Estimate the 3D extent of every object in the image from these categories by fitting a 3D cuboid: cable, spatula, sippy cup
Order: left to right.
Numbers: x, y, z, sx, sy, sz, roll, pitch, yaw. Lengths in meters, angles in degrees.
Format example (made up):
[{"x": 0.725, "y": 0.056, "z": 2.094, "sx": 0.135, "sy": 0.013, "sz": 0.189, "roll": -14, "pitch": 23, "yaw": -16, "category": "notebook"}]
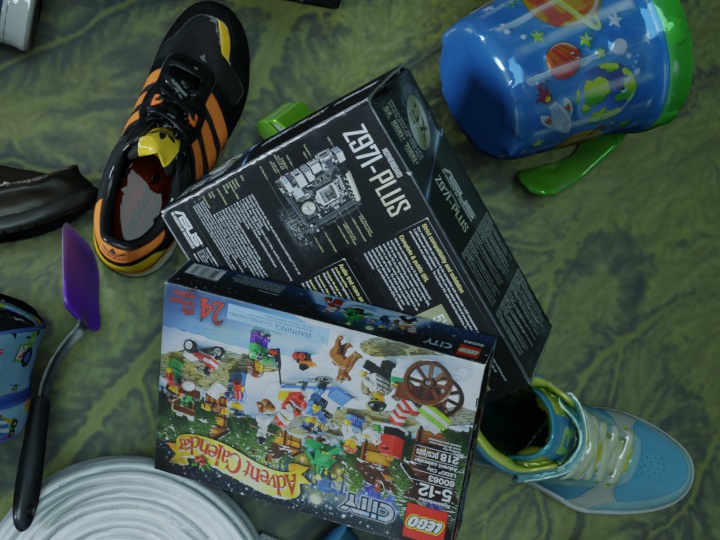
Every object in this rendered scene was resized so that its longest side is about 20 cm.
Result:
[{"x": -0.197, "y": 0.069, "z": 0.806, "sx": 0.020, "sy": 0.057, "sz": 0.201, "roll": 4, "pitch": 68, "yaw": 16, "category": "spatula"}, {"x": -0.155, "y": 0.223, "z": 0.815, "sx": 0.200, "sy": 0.069, "sz": 0.200, "roll": 38, "pitch": 82, "yaw": -4, "category": "cable"}, {"x": 0.129, "y": -0.138, "z": 0.834, "sx": 0.130, "sy": 0.140, "sz": 0.178, "roll": -24, "pitch": 99, "yaw": -19, "category": "sippy cup"}]

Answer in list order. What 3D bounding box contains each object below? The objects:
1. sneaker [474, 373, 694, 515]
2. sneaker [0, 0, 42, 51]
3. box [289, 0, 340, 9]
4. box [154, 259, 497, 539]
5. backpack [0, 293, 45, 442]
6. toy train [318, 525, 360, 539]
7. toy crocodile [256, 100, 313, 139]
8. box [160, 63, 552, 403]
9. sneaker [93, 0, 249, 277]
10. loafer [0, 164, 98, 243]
[{"x": 0.146, "y": 0.121, "z": 0.832, "sx": 0.199, "sy": 0.131, "sz": 0.080, "roll": 15, "pitch": 83, "yaw": -7, "category": "sneaker"}, {"x": -0.272, "y": -0.263, "z": 0.832, "sx": 0.146, "sy": 0.077, "sz": 0.203, "roll": 12, "pitch": 85, "yaw": -9, "category": "sneaker"}, {"x": -0.093, "y": -0.277, "z": 0.833, "sx": 0.199, "sy": 0.124, "sz": 0.149, "roll": 10, "pitch": 86, "yaw": -8, "category": "box"}, {"x": -0.026, "y": 0.083, "z": 0.764, "sx": 0.199, "sy": 0.038, "sz": 0.137, "roll": 14, "pitch": 116, "yaw": 13, "category": "box"}, {"x": -0.293, "y": 0.077, "z": 0.761, "sx": 0.199, "sy": 0.182, "sz": 0.135, "roll": -5, "pitch": 95, "yaw": -20, "category": "backpack"}, {"x": 0.023, "y": 0.224, "z": 0.769, "sx": 0.085, "sy": 0.200, "sz": 0.116, "roll": -42, "pitch": 95, "yaw": -8, "category": "toy train"}, {"x": 0.009, "y": -0.041, "z": 0.865, "sx": 0.200, "sy": 0.062, "sz": 0.068, "roll": 40, "pitch": 42, "yaw": -1, "category": "toy crocodile"}, {"x": 0.000, "y": 0.000, "z": 0.791, "sx": 0.163, "sy": 0.086, "sz": 0.200, "roll": -26, "pitch": 102, "yaw": 26, "category": "box"}, {"x": -0.123, "y": -0.092, "z": 0.832, "sx": 0.070, "sy": 0.090, "sz": 0.201, "roll": 21, "pitch": 84, "yaw": -5, "category": "sneaker"}, {"x": -0.275, "y": -0.050, "z": 0.817, "sx": 0.199, "sy": 0.073, "sz": 0.072, "roll": -9, "pitch": 89, "yaw": -8, "category": "loafer"}]
